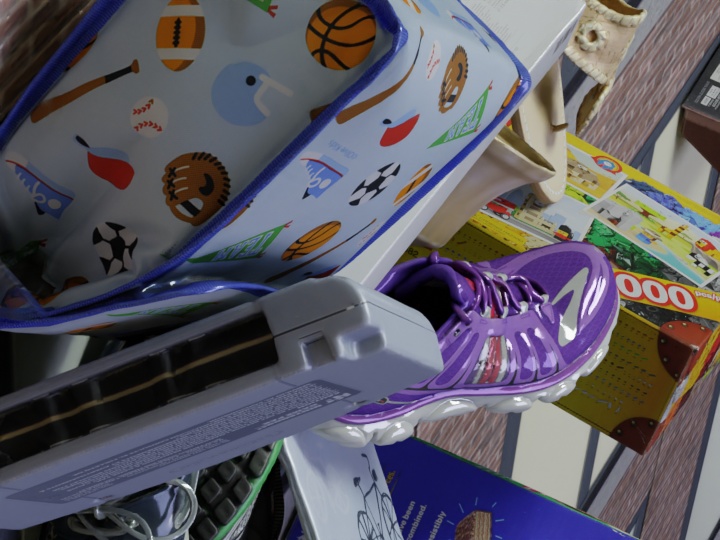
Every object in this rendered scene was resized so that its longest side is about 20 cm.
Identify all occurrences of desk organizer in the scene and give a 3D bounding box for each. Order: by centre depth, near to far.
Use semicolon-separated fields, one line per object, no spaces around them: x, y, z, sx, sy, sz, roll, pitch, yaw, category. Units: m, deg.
0.331;-0.159;2.138;0.200;0.071;0.077;-55;161;-37;desk organizer

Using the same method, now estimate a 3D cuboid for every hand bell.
0.000;0.000;1.309;0.200;0.104;0.104;-54;165;8;hand bell

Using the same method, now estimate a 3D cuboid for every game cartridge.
-0.072;0.054;1.022;0.133;0.199;0.041;35;36;-71;game cartridge

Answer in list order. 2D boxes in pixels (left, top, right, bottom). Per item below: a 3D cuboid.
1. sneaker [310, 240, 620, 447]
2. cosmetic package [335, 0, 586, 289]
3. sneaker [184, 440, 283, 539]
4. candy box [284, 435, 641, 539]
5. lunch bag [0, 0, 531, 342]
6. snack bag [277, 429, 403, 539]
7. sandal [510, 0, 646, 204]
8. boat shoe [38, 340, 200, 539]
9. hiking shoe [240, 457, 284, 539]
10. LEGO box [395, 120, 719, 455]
0.055;0.026;1.264;0.199;0.081;0.084;-20;148;-35;sneaker
0.015;-0.069;1.207;0.200;0.082;0.051;-50;173;-23;cosmetic package
-0.095;0.125;1.191;0.201;0.078;0.085;-58;162;-1;sneaker
0.051;0.197;1.503;0.170;0.199;0.077;-65;165;-5;candy box
-0.050;-0.044;1.002;0.200;0.124;0.170;-43;164;12;lunch bag
0.000;0.156;1.299;0.189;0.021;0.201;-11;83;-78;snack bag
0.114;-0.140;1.351;0.078;0.069;0.213;-30;113;-66;sandal
-0.100;0.090;1.122;0.062;0.075;0.201;44;68;-74;boat shoe
-0.073;0.150;1.278;0.101;0.075;0.201;-15;125;-65;hiking shoe
0.110;-0.004;1.423;0.149;0.199;0.077;-40;156;-56;LEGO box
